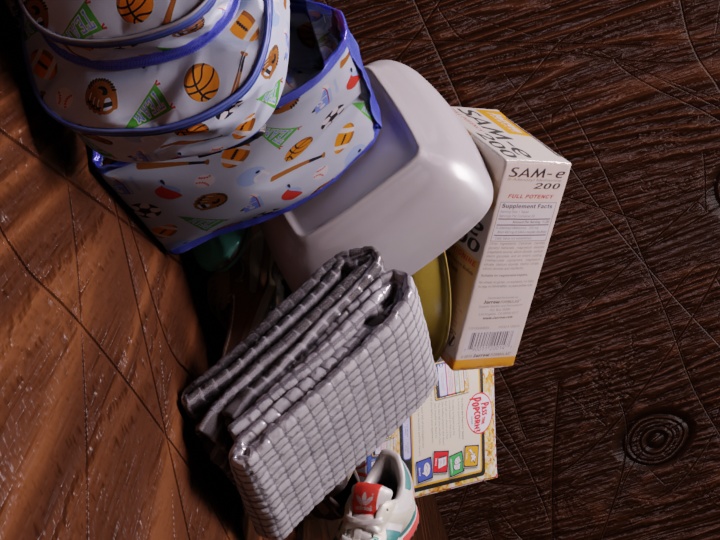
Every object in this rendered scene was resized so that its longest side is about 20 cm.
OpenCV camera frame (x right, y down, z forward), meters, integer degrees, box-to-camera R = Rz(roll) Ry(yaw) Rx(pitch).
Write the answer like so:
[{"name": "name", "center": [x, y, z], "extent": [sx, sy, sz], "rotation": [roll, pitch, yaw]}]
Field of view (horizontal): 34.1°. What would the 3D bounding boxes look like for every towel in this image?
[{"name": "towel", "center": [-0.035, 0.095, 0.905], "extent": [0.085, 0.200, 0.166], "rotation": [38, -19, 28]}]

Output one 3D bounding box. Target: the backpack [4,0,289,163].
[{"name": "backpack", "center": [-0.127, -0.168, 0.723], "extent": [0.154, 0.197, 0.194], "rotation": [14, 65, -80]}]

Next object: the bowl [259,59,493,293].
[{"name": "bowl", "center": [-0.005, -0.082, 0.987], "extent": [0.075, 0.199, 0.201], "rotation": [48, 10, -49]}]

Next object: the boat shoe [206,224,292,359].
[{"name": "boat shoe", "center": [-0.100, 0.026, 1.051], "extent": [0.201, 0.073, 0.077], "rotation": [-75, 166, -50]}]

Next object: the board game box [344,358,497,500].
[{"name": "board game box", "center": [0.064, 0.160, 1.249], "extent": [0.046, 0.198, 0.154], "rotation": [1, -87, 48]}]

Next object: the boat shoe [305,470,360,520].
[{"name": "boat shoe", "center": [-0.038, 0.175, 1.115], "extent": [0.201, 0.072, 0.075], "rotation": [68, 33, -52]}]

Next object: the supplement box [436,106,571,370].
[{"name": "supplement box", "center": [0.102, -0.030, 1.050], "extent": [0.126, 0.072, 0.203], "rotation": [46, -50, 52]}]

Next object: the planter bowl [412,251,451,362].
[{"name": "planter bowl", "center": [0.000, 0.000, 1.063], "extent": [0.200, 0.082, 0.203], "rotation": [45, -38, 52]}]

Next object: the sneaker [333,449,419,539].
[{"name": "sneaker", "center": [-0.003, 0.246, 1.069], "extent": [0.200, 0.069, 0.095], "rotation": [-53, 143, -50]}]

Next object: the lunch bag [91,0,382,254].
[{"name": "lunch bag", "center": [-0.088, -0.118, 0.878], "extent": [0.170, 0.197, 0.126], "rotation": [59, 14, -70]}]

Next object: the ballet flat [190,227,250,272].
[{"name": "ballet flat", "center": [-0.139, -0.067, 1.050], "extent": [0.070, 0.067, 0.201], "rotation": [44, 16, -23]}]
